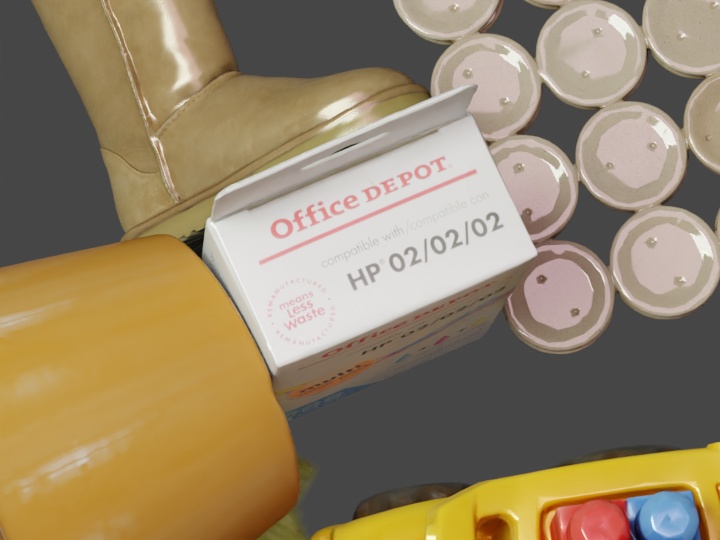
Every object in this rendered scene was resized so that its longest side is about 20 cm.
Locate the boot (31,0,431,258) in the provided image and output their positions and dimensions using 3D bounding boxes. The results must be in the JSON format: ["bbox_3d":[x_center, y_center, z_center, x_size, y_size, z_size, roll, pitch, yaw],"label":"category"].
[{"bbox_3d":[-0.073,-0.117,1.161,0.175,0.066,0.200,-26,79,29],"label":"boot"}]

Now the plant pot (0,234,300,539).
[{"bbox_3d":[-0.132,0.078,1.064,0.183,0.200,0.200,-25,79,-19],"label":"plant pot"}]

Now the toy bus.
[{"bbox_3d":[0.075,0.135,1.069,0.200,0.192,0.136,-8,75,0],"label":"toy bus"}]

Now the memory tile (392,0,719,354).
[{"bbox_3d":[0.111,-0.072,1.200,0.153,0.017,0.200,-19,79,-1],"label":"memory tile"}]

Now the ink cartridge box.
[{"bbox_3d":[0.000,0.000,1.091,0.115,0.200,0.068,-24,80,-10],"label":"ink cartridge box"}]
